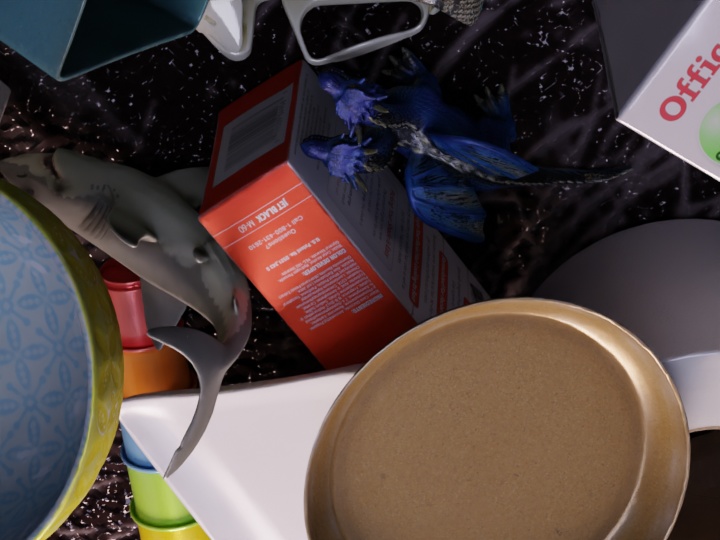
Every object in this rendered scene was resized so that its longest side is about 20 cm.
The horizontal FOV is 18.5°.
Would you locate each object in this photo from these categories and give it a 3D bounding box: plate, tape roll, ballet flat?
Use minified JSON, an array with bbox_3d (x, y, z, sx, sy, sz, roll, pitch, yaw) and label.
[{"bbox_3d":[-0.010,0.125,1.200,0.199,0.032,0.201,-11,125,40],"label":"plate"},{"bbox_3d":[0.182,0.092,1.217,0.201,0.140,0.204,0,120,0],"label":"tape roll"},{"bbox_3d":[-0.033,-0.141,1.116,0.198,0.068,0.076,-1,99,-1],"label":"ballet flat"}]

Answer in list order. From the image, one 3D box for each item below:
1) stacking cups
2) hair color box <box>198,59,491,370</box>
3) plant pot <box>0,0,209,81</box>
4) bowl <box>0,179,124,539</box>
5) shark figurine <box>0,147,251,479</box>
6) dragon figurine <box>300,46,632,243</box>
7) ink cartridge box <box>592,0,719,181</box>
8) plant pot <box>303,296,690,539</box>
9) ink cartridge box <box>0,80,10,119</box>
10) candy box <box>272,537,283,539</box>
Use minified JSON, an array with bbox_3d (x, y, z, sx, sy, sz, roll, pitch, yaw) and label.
[{"bbox_3d":[-0.112,0.086,1.267,0.060,0.061,0.201,-4,121,4],"label":"stacking cups"},{"bbox_3d":[0.000,0.000,1.182,0.064,0.111,0.200,-30,116,21],"label":"hair color box"},{"bbox_3d":[-0.164,-0.208,1.019,0.199,0.141,0.142,30,115,12],"label":"plant pot"},{"bbox_3d":[-0.190,0.045,1.077,0.199,0.108,0.202,2,95,22],"label":"bowl"},{"bbox_3d":[-0.098,0.017,1.159,0.127,0.215,0.090,-4,128,-34],"label":"shark figurine"},{"bbox_3d":[0.053,-0.056,1.151,0.199,0.100,0.059,26,118,-21],"label":"dragon figurine"},{"bbox_3d":[0.238,-0.113,1.087,0.199,0.146,0.147,28,118,-15],"label":"ink cartridge box"},{"bbox_3d":[0.067,0.101,1.105,0.198,0.028,0.202,-5,114,-11],"label":"plant pot"},{"bbox_3d":[-0.277,-0.112,1.113,0.067,0.117,0.200,-36,115,24],"label":"ink cartridge box"},{"bbox_3d":[0.043,0.179,1.323,0.136,0.061,0.200,-40,113,23],"label":"candy box"}]
